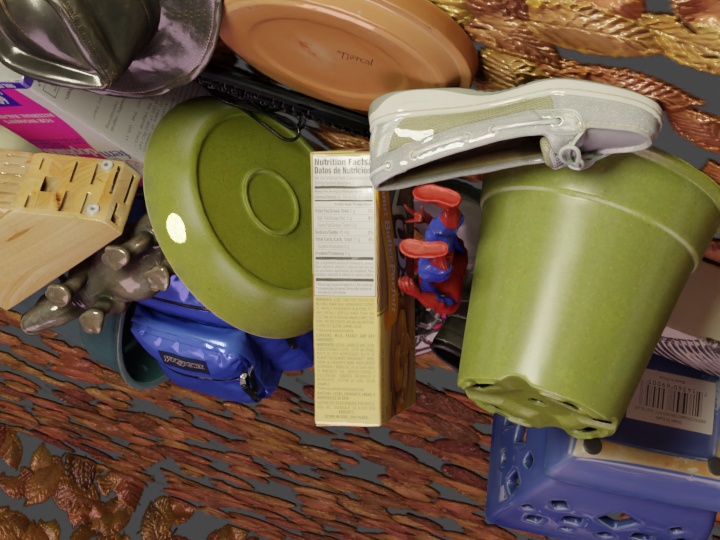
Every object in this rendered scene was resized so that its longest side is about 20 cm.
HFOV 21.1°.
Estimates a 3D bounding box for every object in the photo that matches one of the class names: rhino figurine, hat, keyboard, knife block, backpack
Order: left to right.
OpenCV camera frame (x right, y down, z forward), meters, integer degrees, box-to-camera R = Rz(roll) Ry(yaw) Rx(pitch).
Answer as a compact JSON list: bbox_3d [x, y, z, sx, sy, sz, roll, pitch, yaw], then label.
[{"bbox_3d":[-0.268,-0.014,1.508,0.200,0.064,0.176,6,140,7],"label":"knife block"},{"bbox_3d":[-0.194,-0.170,1.277,0.200,0.081,0.201,7,134,7],"label":"hat"},{"bbox_3d":[-0.201,0.009,1.512,0.200,0.087,0.060,-27,103,39],"label":"rhino figurine"},{"bbox_3d":[-0.113,0.008,1.619,0.162,0.168,0.200,8,155,16],"label":"backpack"},{"bbox_3d":[-0.058,-0.117,1.435,0.200,0.040,0.104,18,-174,-21],"label":"keyboard"}]

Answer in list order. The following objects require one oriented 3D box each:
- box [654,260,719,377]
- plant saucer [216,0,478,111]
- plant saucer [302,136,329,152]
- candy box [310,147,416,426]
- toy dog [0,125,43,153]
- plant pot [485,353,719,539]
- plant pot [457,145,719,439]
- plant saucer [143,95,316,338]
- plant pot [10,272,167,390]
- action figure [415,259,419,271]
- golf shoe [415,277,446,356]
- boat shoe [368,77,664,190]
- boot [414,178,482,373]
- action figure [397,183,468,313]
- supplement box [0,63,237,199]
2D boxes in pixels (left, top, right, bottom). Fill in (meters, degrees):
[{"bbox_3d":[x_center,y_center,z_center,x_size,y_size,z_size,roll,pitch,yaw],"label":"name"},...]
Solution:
[{"bbox_3d":[0.306,0.047,1.587,0.200,0.068,0.082,20,163,-5],"label":"box"},{"bbox_3d":[-0.018,-0.158,1.333,0.200,0.032,0.200,16,164,5],"label":"plant saucer"},{"bbox_3d":[-0.087,-0.085,1.641,0.200,0.037,0.200,17,163,5],"label":"plant saucer"},{"bbox_3d":[0.004,0.009,1.438,0.055,0.200,0.115,0,-176,14],"label":"candy box"},{"bbox_3d":[-0.297,-0.135,1.575,0.194,0.139,0.200,60,-172,31],"label":"toy dog"},{"bbox_3d":[0.233,0.128,1.686,0.200,0.200,0.180,12,159,-8],"label":"plant pot"},{"bbox_3d":[0.157,0.018,1.435,0.200,0.190,0.200,16,164,5],"label":"plant pot"},{"bbox_3d":[-0.076,-0.047,1.463,0.200,0.200,0.031,29,139,-33],"label":"plant saucer"},{"bbox_3d":[-0.251,-0.016,1.802,0.196,0.200,0.200,21,166,20],"label":"plant pot"},{"bbox_3d":[0.000,0.000,1.586,0.052,0.065,0.200,-18,-174,39],"label":"action figure"},{"bbox_3d":[0.086,0.045,1.817,0.088,0.077,0.200,12,167,-10],"label":"golf shoe"},{"bbox_3d":[0.105,-0.088,1.317,0.202,0.065,0.074,0,163,5],"label":"boat shoe"},{"bbox_3d":[0.084,0.009,1.591,0.200,0.131,0.068,31,160,-37],"label":"boot"},{"bbox_3d":[0.054,-0.010,1.426,0.052,0.065,0.200,7,165,9],"label":"action figure"},{"bbox_3d":[-0.201,-0.139,1.472,0.101,0.103,0.200,1,158,43],"label":"supplement box"}]
